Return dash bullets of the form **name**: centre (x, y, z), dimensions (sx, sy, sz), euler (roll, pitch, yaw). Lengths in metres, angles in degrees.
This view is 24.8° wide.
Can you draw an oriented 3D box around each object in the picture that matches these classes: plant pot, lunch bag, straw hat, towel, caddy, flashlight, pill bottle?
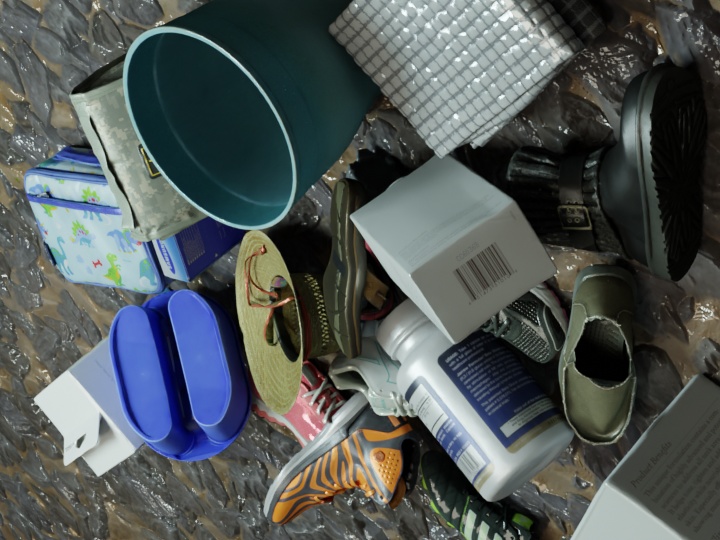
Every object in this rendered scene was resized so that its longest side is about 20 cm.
- **plant pot**: centre (-0.077, -0.171, 1.470), dimensions (0.200, 0.188, 0.200), euler (28, 140, 26)
- **lunch bag**: centre (-0.293, -0.060, 1.890), dimensions (0.200, 0.082, 0.161), euler (11, 127, 39)
- **straw hat**: centre (-0.060, 0.047, 1.734), dimensions (0.201, 0.085, 0.201), euler (173, 90, -67)
- **towel**: centre (0.090, -0.203, 1.360), dimensions (0.166, 0.086, 0.200), euler (48, 143, -2)
- **caddy**: centre (-0.204, 0.115, 1.857), dimensions (0.105, 0.141, 0.200), euler (54, -159, -74)
- **lunch bag**: centre (-0.174, -0.141, 1.589), dimensions (0.117, 0.200, 0.164), euler (5, 125, 44)
- **flashlight**: centre (0.008, -0.020, 1.623), dimensions (0.068, 0.068, 0.200), euler (19, 137, 11)
- **pill bottle**: centre (0.106, 0.115, 1.593), dimensions (0.200, 0.111, 0.111), euler (51, 146, 17)

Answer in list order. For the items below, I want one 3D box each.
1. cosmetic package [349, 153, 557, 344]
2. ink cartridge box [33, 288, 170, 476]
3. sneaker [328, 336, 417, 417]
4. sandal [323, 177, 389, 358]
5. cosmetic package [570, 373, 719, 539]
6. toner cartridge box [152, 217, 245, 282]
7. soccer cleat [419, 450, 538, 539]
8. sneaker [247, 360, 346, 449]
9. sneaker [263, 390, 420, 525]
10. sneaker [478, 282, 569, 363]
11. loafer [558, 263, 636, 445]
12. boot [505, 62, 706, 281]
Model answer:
- **cosmetic package**: centre (0.076, -0.025, 1.421), dimensions (0.081, 0.113, 0.200), euler (56, 179, -21)
- **ink cartridge box**: centre (-0.280, 0.141, 1.955), dimensions (0.125, 0.200, 0.129), euler (50, 144, -2)
- **sneaker**: centre (0.055, 0.127, 1.697), dimensions (0.200, 0.080, 0.071), euler (21, 134, 31)
- **sandal**: centre (0.000, 0.000, 1.568), dimensions (0.082, 0.054, 0.200), euler (-121, 29, -55)
- **cosmetic package**: centre (0.315, 0.238, 1.450), dimensions (0.200, 0.167, 0.166), euler (37, 143, 18)
- **toner cartridge box**: centre (-0.192, -0.097, 1.738), dimensions (0.043, 0.095, 0.200), euler (14, 131, 40)
- **soccer cleat**: centre (0.140, 0.270, 1.761), dimensions (0.081, 0.068, 0.200), euler (-34, 91, 30)
- **sneaker**: centre (-0.055, 0.150, 1.837), dimensions (0.200, 0.074, 0.087), euler (29, 138, 26)
- **sneaker**: centre (-0.015, 0.228, 1.759), dimensions (0.112, 0.078, 0.200), euler (47, 114, 15)
- **sneaker**: centre (0.101, 0.026, 1.550), dimensions (0.200, 0.086, 0.080), euler (38, 144, 14)
- **loafer**: centre (0.213, 0.089, 1.487), dimensions (0.075, 0.070, 0.200), euler (3, 128, 14)
- **boot**: centre (0.196, -0.089, 1.352), dimensions (0.158, 0.079, 0.211), euler (22, 137, 32)
